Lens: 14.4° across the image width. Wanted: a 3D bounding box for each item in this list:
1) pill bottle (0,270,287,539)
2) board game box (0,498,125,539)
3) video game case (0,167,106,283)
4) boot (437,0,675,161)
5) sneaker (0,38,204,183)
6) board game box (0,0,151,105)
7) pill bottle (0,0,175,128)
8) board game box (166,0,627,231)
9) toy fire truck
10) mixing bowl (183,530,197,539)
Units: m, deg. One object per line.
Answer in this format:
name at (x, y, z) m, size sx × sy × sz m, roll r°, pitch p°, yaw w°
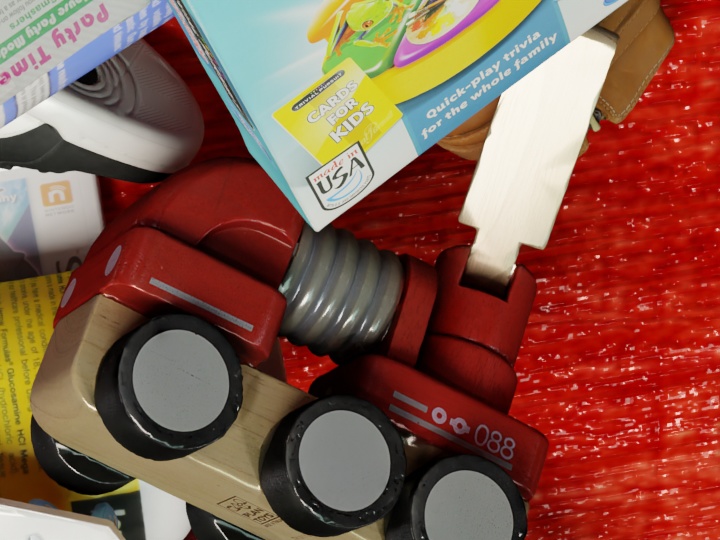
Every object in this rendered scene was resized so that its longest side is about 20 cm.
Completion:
pill bottle at (-0.128, 0.060, 1.084) m, size 0.198 × 0.113 × 0.113 m, roll -10°, pitch 131°, yaw -7°
board game box at (-0.195, 0.156, 1.032) m, size 0.198 × 0.026 × 0.201 m, roll 11°, pitch 113°, yaw -1°
video game case at (-0.193, 0.035, 1.135) m, size 0.198 × 0.023 × 0.183 m, roll -10°, pitch 131°, yaw -5°
boot at (0.082, -0.122, 1.040) m, size 0.200 × 0.077 × 0.155 m, roll -43°, pitch 134°, yaw 9°
sneaker at (-0.166, -0.059, 1.038) m, size 0.199 × 0.073 × 0.112 m, roll 24°, pitch 124°, yaw -20°
board game box at (-0.169, -0.121, 0.794) m, size 0.147 × 0.064 × 0.201 m, roll -36°, pitch 117°, yaw -17°
pill bottle at (-0.090, -0.131, 0.937) m, size 0.199 × 0.112 × 0.112 m, roll -34°, pitch 133°, yaw -14°
board game box at (0.009, -0.115, 0.882) m, size 0.151 × 0.047 × 0.200 m, roll -37°, pitch 150°, yaw -4°
toy fire truck at (0.000, 0.000, 1.012) m, size 0.175 × 0.201 × 0.129 m, roll 26°, pitch 156°, yaw -16°
mixing bowl at (-0.019, 0.159, 1.225) m, size 0.198 × 0.109 × 0.201 m, roll -7°, pitch 131°, yaw -8°
